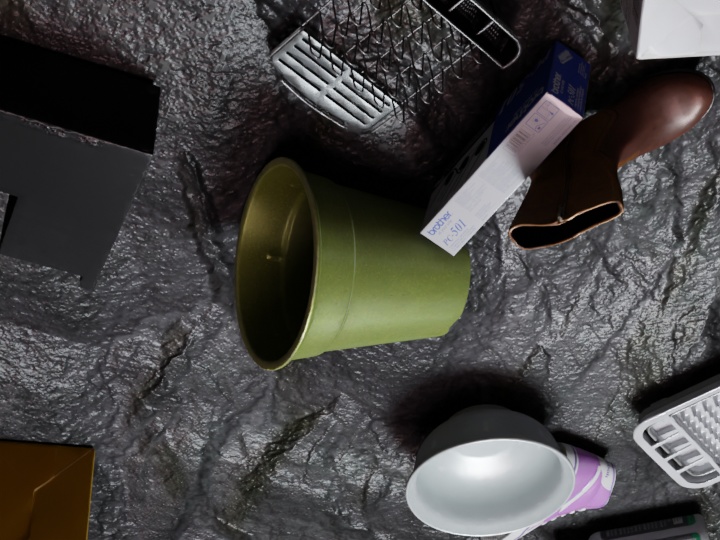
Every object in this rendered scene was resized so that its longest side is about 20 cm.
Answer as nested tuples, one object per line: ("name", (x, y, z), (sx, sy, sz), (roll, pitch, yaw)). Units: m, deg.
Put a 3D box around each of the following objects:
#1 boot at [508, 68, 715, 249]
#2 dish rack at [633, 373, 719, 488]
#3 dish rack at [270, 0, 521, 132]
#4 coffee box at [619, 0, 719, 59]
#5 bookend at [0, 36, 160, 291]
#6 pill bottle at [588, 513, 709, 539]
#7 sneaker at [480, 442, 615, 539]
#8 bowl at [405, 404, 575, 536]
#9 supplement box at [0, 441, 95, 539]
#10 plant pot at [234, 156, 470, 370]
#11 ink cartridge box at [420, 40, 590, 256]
("boot", (0.226, -0.103, 1.298), (0.187, 0.200, 0.069), (-15, 110, 19))
("dish rack", (0.436, 0.175, 1.730), (0.199, 0.044, 0.172), (-28, 131, 24))
("dish rack", (0.024, -0.195, 1.290), (0.199, 0.055, 0.153), (-35, 128, 29))
("coffee box", (0.254, -0.256, 1.133), (0.112, 0.201, 0.080), (-3, 135, 0))
("bookend", (-0.308, -0.099, 1.340), (0.197, 0.093, 0.201), (15, 135, -17))
("pill bottle", (0.361, 0.390, 1.906), (0.198, 0.114, 0.114), (-12, 137, 9))
("sneaker", (0.240, 0.295, 1.827), (0.113, 0.073, 0.200), (17, 136, -30))
("bowl", (0.149, 0.223, 1.725), (0.199, 0.091, 0.202), (-2, 137, -2))
("supplement box", (-0.395, 0.345, 1.735), (0.131, 0.199, 0.201), (6, 137, -10))
("plant pot", (0.000, 0.000, 1.420), (0.188, 0.201, 0.201), (5, 138, -26))
("ink cartridge box", (0.134, -0.112, 1.354), (0.044, 0.094, 0.200), (33, 128, -12))
